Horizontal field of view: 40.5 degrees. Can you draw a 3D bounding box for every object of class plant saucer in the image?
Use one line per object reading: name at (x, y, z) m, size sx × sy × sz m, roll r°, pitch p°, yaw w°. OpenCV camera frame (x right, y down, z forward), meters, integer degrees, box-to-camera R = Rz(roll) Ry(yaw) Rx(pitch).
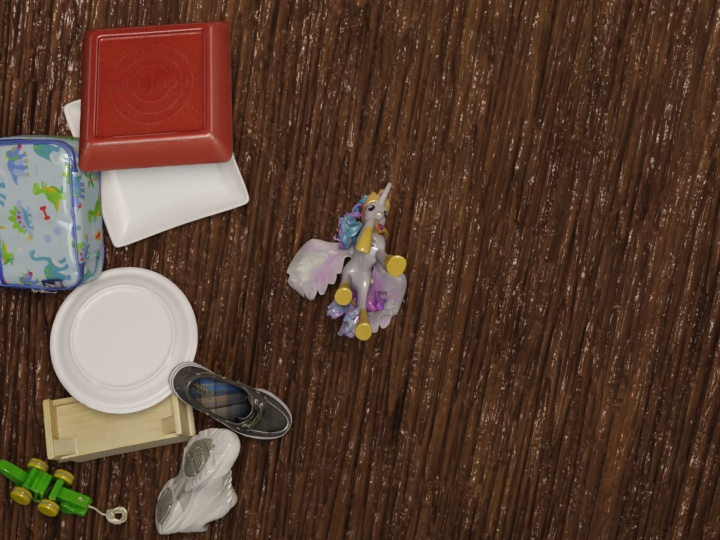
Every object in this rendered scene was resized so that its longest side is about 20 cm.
plant saucer at (-0.263, -0.231, 1.239) m, size 0.196 × 0.037 × 0.203 m, roll -4°, pitch 73°, yaw 1°

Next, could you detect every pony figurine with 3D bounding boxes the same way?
pony figurine at (0.000, 0.000, 1.268) m, size 0.164 × 0.201 × 0.195 m, roll 21°, pitch 116°, yaw -10°

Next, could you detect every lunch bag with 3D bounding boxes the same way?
lunch bag at (-0.424, -0.075, 1.284) m, size 0.158 × 0.082 × 0.204 m, roll 4°, pitch 103°, yaw 15°

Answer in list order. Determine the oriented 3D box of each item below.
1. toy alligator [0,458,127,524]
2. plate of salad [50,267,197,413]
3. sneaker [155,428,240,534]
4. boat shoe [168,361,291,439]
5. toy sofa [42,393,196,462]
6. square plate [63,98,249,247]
toy alligator at (-0.427, 0.324, 1.389) m, size 0.198 × 0.060 × 0.054 m, roll 25°, pitch 142°, yaw -6°
plate of salad at (-0.319, 0.095, 1.324) m, size 0.196 × 0.048 × 0.203 m, roll 1°, pitch 71°, yaw -3°
sneaker at (-0.208, 0.294, 1.362) m, size 0.098 × 0.079 × 0.201 m, roll 16°, pitch 126°, yaw -32°
boat shoe at (-0.165, 0.181, 1.313) m, size 0.199 × 0.066 × 0.071 m, roll 35°, pitch 81°, yaw -31°
toy sofa at (-0.332, 0.208, 1.357) m, size 0.197 × 0.098 × 0.084 m, roll -11°, pitch 76°, yaw 3°
square plate at (-0.270, -0.156, 1.304) m, size 0.197 × 0.028 × 0.201 m, roll -18°, pitch 100°, yaw 4°
